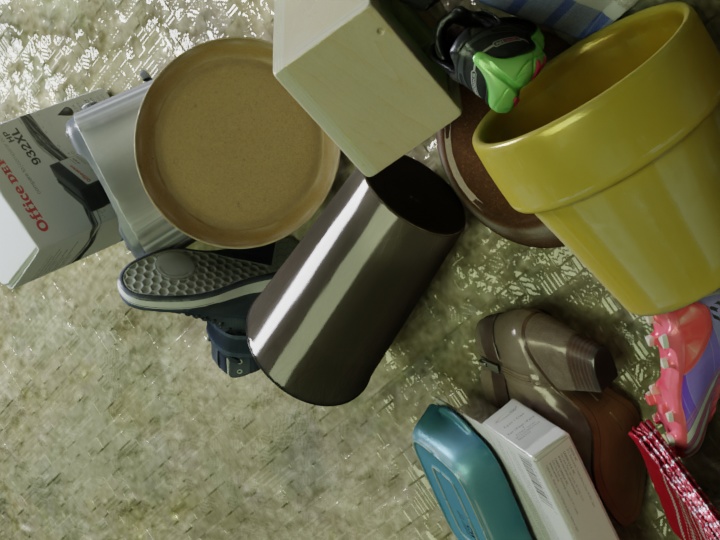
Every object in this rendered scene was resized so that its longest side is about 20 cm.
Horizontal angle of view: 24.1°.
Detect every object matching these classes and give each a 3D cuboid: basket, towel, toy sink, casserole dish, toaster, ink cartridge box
[{"bbox_3d":[0.000,0.000,1.567,0.135,0.181,0.201,33,121,-4],"label":"basket"},{"bbox_3d":[0.187,-0.253,1.311,0.200,0.146,0.024,-39,47,44],"label":"towel"},{"bbox_3d":[0.008,-0.203,1.455,0.111,0.201,0.130,-33,119,20],"label":"toy sink"},{"bbox_3d":[0.287,0.226,1.394,0.145,0.022,0.200,62,180,-30],"label":"towel"},{"bbox_3d":[0.104,0.213,1.582,0.121,0.039,0.201,35,155,52],"label":"casserole dish"},{"bbox_3d":[-0.195,-0.097,1.688,0.128,0.114,0.202,-29,86,3],"label":"toaster"},{"bbox_3d":[0.163,0.205,1.543,0.176,0.045,0.201,29,150,59],"label":"ink cartridge box"},{"bbox_3d":[-0.316,-0.089,1.762,0.146,0.199,0.084,54,134,8],"label":"ink cartridge box"}]

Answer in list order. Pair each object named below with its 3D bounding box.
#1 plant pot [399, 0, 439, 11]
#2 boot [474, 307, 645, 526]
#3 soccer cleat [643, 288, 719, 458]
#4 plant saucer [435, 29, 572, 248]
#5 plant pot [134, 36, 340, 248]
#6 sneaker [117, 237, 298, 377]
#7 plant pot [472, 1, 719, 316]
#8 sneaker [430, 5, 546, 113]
[{"bbox_3d":[0.059,-0.332,1.352,0.178,0.200,0.199,48,132,1],"label":"plant pot"},{"bbox_3d":[0.177,0.127,1.532,0.145,0.070,0.202,9,117,47],"label":"boot"},{"bbox_3d":[0.279,0.087,1.400,0.201,0.076,0.067,74,175,-48],"label":"soccer cleat"},{"bbox_3d":[0.137,-0.111,1.477,0.199,0.037,0.203,18,119,35],"label":"plant saucer"},{"bbox_3d":[-0.118,-0.122,1.623,0.197,0.027,0.203,0,91,-2],"label":"plant pot"},{"bbox_3d":[-0.156,0.047,1.691,0.077,0.200,0.147,58,142,37],"label":"sneaker"},{"bbox_3d":[0.219,-0.078,1.328,0.200,0.201,0.190,-20,111,43],"label":"plant pot"},{"bbox_3d":[0.100,-0.184,1.363,0.083,0.200,0.077,37,98,-8],"label":"sneaker"}]
